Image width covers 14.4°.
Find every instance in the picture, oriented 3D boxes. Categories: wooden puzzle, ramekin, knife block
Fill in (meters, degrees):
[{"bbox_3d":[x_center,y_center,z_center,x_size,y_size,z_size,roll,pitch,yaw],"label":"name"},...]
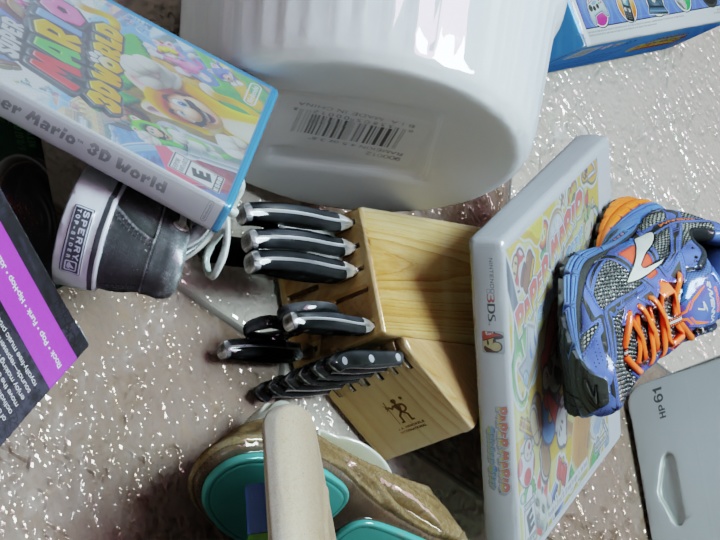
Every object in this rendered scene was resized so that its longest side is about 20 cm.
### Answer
[{"bbox_3d":[-0.023,0.189,1.294,0.200,0.046,0.186,74,8,-51],"label":"wooden puzzle"},{"bbox_3d":[0.002,-0.108,1.425,0.200,0.200,0.098,28,58,-41],"label":"ramekin"},{"bbox_3d":[0.000,0.000,1.471,0.176,0.064,0.200,52,38,-22],"label":"knife block"}]

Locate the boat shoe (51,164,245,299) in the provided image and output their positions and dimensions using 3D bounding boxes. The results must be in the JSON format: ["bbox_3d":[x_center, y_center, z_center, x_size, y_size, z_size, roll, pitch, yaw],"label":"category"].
[{"bbox_3d":[-0.089,-0.034,1.314,0.199,0.068,0.074,-70,176,-77],"label":"boat shoe"}]

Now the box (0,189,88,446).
[{"bbox_3d":[-0.206,0.036,1.159,0.200,0.036,0.143,-52,127,-41],"label":"box"}]

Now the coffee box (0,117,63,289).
[{"bbox_3d":[-0.217,-0.045,1.230,0.200,0.044,0.123,4,70,-51],"label":"coffee box"}]

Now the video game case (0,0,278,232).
[{"bbox_3d":[-0.137,-0.098,1.277,0.200,0.018,0.143,28,25,-6],"label":"video game case"}]

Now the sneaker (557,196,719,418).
[{"bbox_3d":[0.154,0.014,1.525,0.200,0.078,0.076,-57,143,-55],"label":"sneaker"}]

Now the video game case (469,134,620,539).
[{"bbox_3d":[0.103,0.040,1.532,0.200,0.023,0.183,-41,131,-62],"label":"video game case"}]

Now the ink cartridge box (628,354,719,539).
[{"bbox_3d":[0.259,0.137,1.718,0.200,0.084,0.145,11,64,-48],"label":"ink cartridge box"}]

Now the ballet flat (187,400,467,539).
[{"bbox_3d":[-0.020,0.104,1.399,0.200,0.068,0.072,26,32,-43],"label":"ballet flat"}]

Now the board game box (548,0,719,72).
[{"bbox_3d":[0.134,-0.230,1.777,0.200,0.056,0.196,-15,83,-54],"label":"board game box"}]
